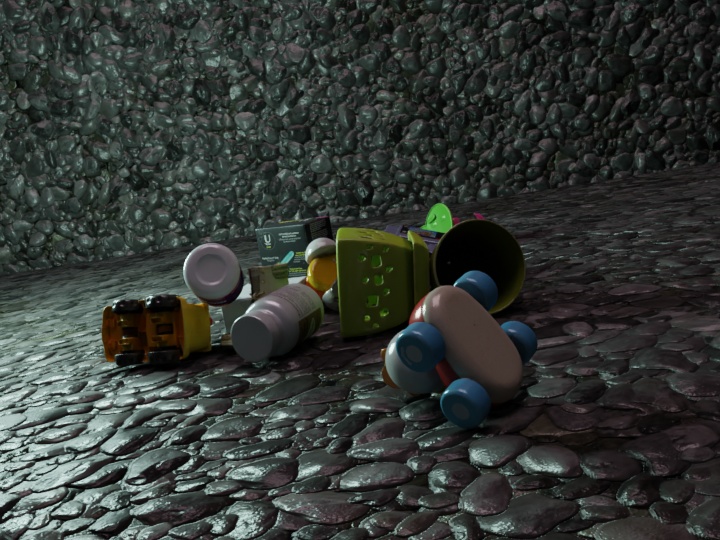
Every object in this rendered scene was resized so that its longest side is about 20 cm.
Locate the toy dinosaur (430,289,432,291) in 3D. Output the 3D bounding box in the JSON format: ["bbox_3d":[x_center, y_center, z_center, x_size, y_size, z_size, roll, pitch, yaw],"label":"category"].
[{"bbox_3d":[0.124,0.040,1.797,0.199,0.061,0.106,7,-5,-25],"label":"toy dinosaur"}]

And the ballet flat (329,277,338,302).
[{"bbox_3d":[0.000,0.000,1.783,0.200,0.067,0.046,-49,-10,-28],"label":"ballet flat"}]

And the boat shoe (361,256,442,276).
[{"bbox_3d":[0.080,-0.016,1.730,0.199,0.076,0.074,7,-36,-5],"label":"boat shoe"}]

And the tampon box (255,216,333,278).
[{"bbox_3d":[-0.151,-0.023,1.988,0.149,0.201,0.126,-3,11,29],"label":"tampon box"}]

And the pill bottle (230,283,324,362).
[{"bbox_3d":[-0.159,0.101,1.529,0.114,0.115,0.200,-5,11,24],"label":"pill bottle"}]

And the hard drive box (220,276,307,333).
[{"bbox_3d":[-0.212,0.076,1.837,0.155,0.077,0.200,-7,9,13],"label":"hard drive box"}]

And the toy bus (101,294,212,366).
[{"bbox_3d":[-0.401,0.121,1.647,0.199,0.136,0.192,-6,-4,21],"label":"toy bus"}]

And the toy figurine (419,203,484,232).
[{"bbox_3d":[0.298,-0.113,2.417,0.183,0.151,0.200,1,-21,-27],"label":"toy figurine"}]

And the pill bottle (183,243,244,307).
[{"bbox_3d":[-0.301,0.015,1.661,0.112,0.113,0.200,-10,-9,-6],"label":"pill bottle"}]

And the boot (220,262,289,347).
[{"bbox_3d":[-0.215,0.069,1.644,0.072,0.155,0.200,-1,11,44],"label":"boot"}]

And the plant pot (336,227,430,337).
[{"bbox_3d":[0.046,0.017,1.609,0.181,0.201,0.199,-2,10,0],"label":"plant pot"}]

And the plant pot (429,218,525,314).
[{"bbox_3d":[0.211,0.004,1.631,0.186,0.188,0.200,-11,-4,-12],"label":"plant pot"}]

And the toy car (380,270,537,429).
[{"bbox_3d":[0.108,0.131,1.114,0.184,0.177,0.200,-39,0,-44],"label":"toy car"}]

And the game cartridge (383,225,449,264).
[{"bbox_3d":[0.148,-0.063,1.894,0.199,0.039,0.130,11,28,9],"label":"game cartridge"}]

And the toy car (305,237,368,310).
[{"bbox_3d":[-0.036,0.015,1.881,0.199,0.175,0.150,-13,-26,-21],"label":"toy car"}]
